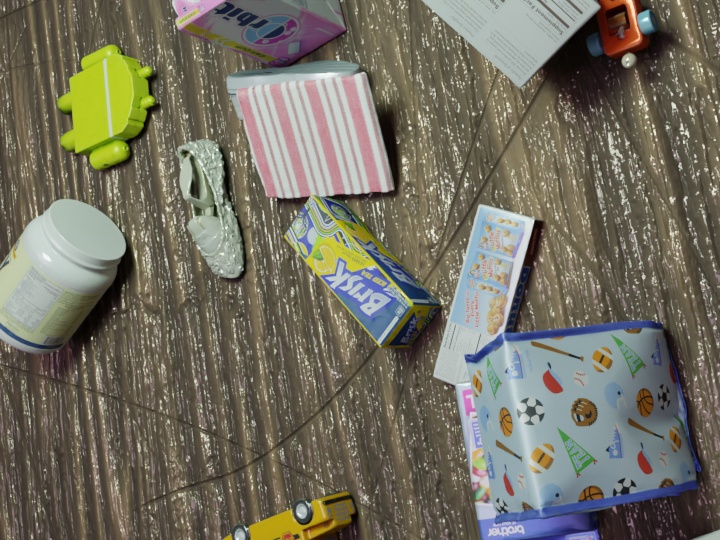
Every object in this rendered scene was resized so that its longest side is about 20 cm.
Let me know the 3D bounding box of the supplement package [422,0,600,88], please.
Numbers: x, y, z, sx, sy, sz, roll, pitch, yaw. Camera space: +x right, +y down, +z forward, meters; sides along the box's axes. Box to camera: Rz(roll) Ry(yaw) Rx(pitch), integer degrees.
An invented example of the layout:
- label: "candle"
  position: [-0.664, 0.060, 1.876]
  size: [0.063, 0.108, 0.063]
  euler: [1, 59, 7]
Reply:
- label: "supplement package"
  position: [0.120, -0.306, 0.972]
  size: [0.200, 0.156, 0.111]
  euler: [38, 115, -16]

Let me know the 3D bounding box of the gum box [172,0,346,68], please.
- label: "gum box"
  position: [-0.124, -0.319, 1.179]
  size: [0.113, 0.200, 0.066]
  euler: [-22, 73, 31]

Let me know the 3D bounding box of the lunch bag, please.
- label: "lunch bag"
  position: [0.214, 0.140, 0.916]
  size: [0.124, 0.199, 0.171]
  euler: [138, 123, -68]

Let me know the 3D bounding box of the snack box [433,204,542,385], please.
- label: "snack box"
  position: [0.138, 0.033, 1.068]
  size: [0.072, 0.024, 0.201]
  euler: [19, 98, 35]

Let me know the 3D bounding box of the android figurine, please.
- label: "android figurine"
  position: [-0.380, -0.248, 1.462]
  size: [0.199, 0.041, 0.183]
  euler: [-17, 77, 35]

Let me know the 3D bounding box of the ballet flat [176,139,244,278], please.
- label: "ballet flat"
  position: [-0.210, -0.082, 1.310]
  size: [0.072, 0.072, 0.201]
  euler: [-23, 74, 33]

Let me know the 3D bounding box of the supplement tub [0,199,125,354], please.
- label: "supplement tub"
  position: [-0.448, 0.009, 1.428]
  size: [0.200, 0.145, 0.145]
  euler: [-48, 61, 23]

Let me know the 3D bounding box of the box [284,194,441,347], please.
- label: "box"
  position: [0.000, 0.000, 1.149]
  size: [0.200, 0.064, 0.070]
  euler: [47, 113, 28]

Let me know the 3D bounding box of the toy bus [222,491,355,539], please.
- label: "toy bus"
  position: [-0.093, 0.333, 1.191]
  size: [0.200, 0.065, 0.079]
  euler: [-29, 71, 31]

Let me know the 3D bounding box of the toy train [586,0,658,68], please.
- label: "toy train"
  position: [0.310, -0.291, 0.952]
  size: [0.200, 0.056, 0.151]
  euler: [-22, 75, 36]

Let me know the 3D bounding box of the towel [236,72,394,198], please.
- label: "towel"
  position: [-0.055, -0.162, 1.187]
  size: [0.199, 0.030, 0.147]
  euler: [1, 117, 34]

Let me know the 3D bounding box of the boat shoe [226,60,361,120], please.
- label: "boat shoe"
  position: [-0.079, -0.223, 1.233]
  size: [0.199, 0.074, 0.067]
  euler: [6, 117, 36]

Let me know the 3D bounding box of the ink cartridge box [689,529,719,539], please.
- label: "ink cartridge box"
  position: [0.317, 0.335, 0.838]
  size: [0.144, 0.147, 0.201]
  euler: [-32, 69, 30]

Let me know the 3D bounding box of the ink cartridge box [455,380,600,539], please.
- label: "ink cartridge box"
  position: [0.173, 0.206, 1.006]
  size: [0.119, 0.042, 0.201]
  euler: [-13, 81, 20]
